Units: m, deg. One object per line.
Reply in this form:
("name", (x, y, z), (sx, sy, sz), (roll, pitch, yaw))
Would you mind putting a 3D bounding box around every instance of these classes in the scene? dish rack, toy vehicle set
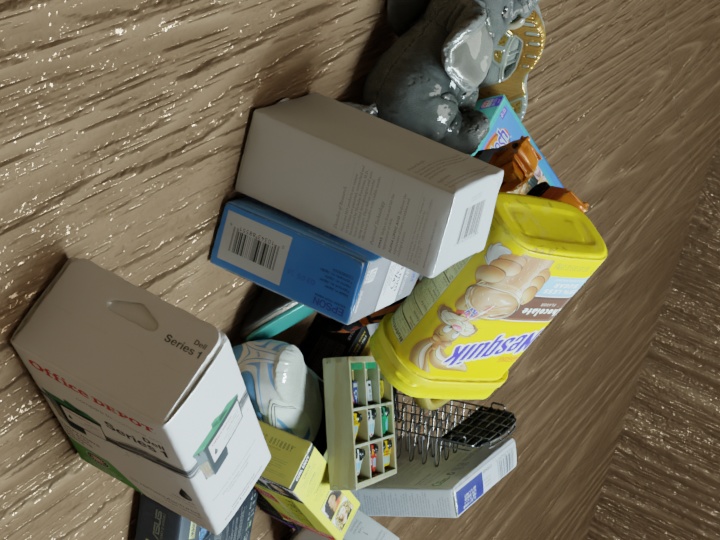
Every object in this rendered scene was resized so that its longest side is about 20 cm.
("dish rack", (0.077, 0.183, 1.793), (0.153, 0.199, 0.055), (-26, 122, -61))
("toy vehicle set", (0.002, 0.148, 1.535), (0.200, 0.026, 0.125), (12, 75, -77))

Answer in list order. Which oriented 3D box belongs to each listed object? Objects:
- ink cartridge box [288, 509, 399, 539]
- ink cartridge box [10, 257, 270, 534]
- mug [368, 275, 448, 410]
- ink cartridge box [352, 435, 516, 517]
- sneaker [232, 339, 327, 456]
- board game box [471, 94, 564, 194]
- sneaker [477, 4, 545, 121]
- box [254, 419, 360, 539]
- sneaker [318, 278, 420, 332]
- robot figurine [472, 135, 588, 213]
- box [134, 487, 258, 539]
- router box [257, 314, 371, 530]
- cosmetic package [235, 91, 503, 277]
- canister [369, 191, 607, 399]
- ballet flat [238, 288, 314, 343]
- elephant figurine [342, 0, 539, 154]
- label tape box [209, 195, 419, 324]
("ink cartridge box", (0.006, 0.333, 1.714), (0.044, 0.173, 0.200), (-55, 179, -27))
("ink cartridge box", (-0.160, 0.097, 1.156), (0.085, 0.145, 0.200), (-56, 157, -23))
("mug", (0.091, 0.055, 1.737), (0.153, 0.187, 0.149), (-35, -173, -41))
("ink cartridge box", (0.057, 0.238, 1.791), (0.196, 0.199, 0.044), (-24, 108, -61))
("sneaker", (-0.072, 0.125, 1.484), (0.072, 0.072, 0.200), (-66, 153, -26))
("board game box", (0.163, -0.067, 1.691), (0.200, 0.045, 0.153), (53, 50, -29))
("sneaker", (0.157, -0.227, 1.718), (0.088, 0.075, 0.201), (-89, -162, -45))
("box", (-0.062, 0.204, 1.484), (0.050, 0.075, 0.200), (-63, 159, -16))
("sneaker", (0.000, 0.000, 1.576), (0.200, 0.111, 0.078), (-101, 176, -71))
("robot figurine", (0.122, -0.059, 1.536), (0.200, 0.145, 0.058), (-24, -155, 50))
("box", (-0.158, 0.258, 1.473), (0.158, 0.051, 0.201), (-42, 149, -54))
("router box", (-0.051, 0.159, 1.641), (0.201, 0.052, 0.157), (-60, 159, -18))
("cosmetic package", (0.007, -0.077, 1.315), (0.113, 0.199, 0.082), (-25, 134, -58))
("canister", (0.120, 0.025, 1.440), (0.148, 0.087, 0.200), (5, 134, -40))
("ballet flat", (-0.034, 0.003, 1.465), (0.199, 0.069, 0.068), (-23, 165, -14))
("elephant figurine", (0.086, -0.224, 1.465), (0.155, 0.141, 0.201), (-58, 170, -66))
("label tape box", (-0.020, -0.025, 1.381), (0.200, 0.143, 0.064), (-23, 134, -62))
